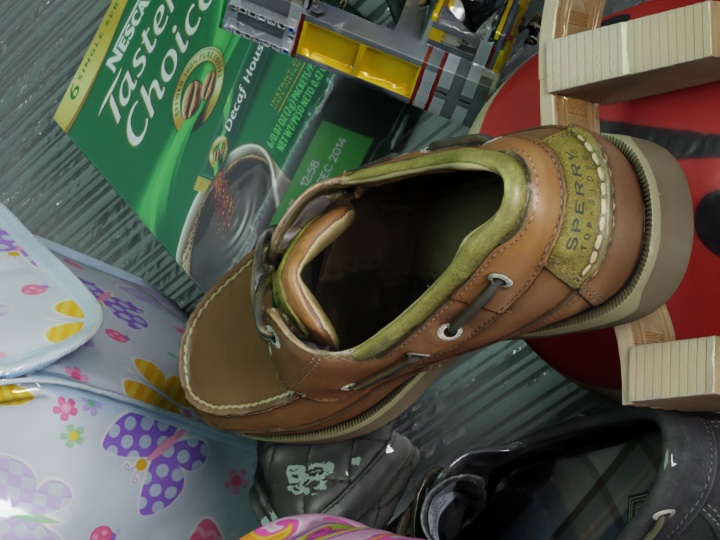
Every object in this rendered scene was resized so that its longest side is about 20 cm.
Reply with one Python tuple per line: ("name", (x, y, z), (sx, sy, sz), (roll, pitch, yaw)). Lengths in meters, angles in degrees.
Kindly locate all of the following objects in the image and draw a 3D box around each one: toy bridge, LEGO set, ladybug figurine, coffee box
("toy bridge", (0.080, -0.061, 0.689), (0.067, 0.027, 0.201), (-10, 77, 47))
("LEGO set", (0.037, -0.147, 0.830), (0.154, 0.115, 0.201), (111, -179, -54))
("ladybug figurine", (0.097, -0.027, 0.751), (0.200, 0.072, 0.136), (-2, 71, 54))
("coffee box", (-0.055, -0.071, 1.015), (0.123, 0.044, 0.200), (-61, 34, 13))

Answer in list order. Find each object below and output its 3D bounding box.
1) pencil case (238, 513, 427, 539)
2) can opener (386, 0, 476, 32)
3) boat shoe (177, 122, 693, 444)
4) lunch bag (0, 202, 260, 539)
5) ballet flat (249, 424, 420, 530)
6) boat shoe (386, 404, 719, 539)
("pencil case", (0.023, 0.118, 0.666), (0.200, 0.087, 0.088), (8, 79, 63))
("can opener", (0.010, -0.137, 0.952), (0.078, 0.063, 0.201), (-29, 54, 8))
("boat shoe", (0.000, 0.000, 0.702), (0.200, 0.068, 0.072), (-27, 64, 45))
("lunch bag", (-0.135, 0.049, 0.921), (0.128, 0.199, 0.170), (-62, 33, 10))
("ballet flat", (-0.007, 0.041, 0.849), (0.057, 0.066, 0.200), (-38, 21, 12))
("boat shoe", (0.048, 0.082, 0.764), (0.200, 0.066, 0.070), (-20, 55, 50))
